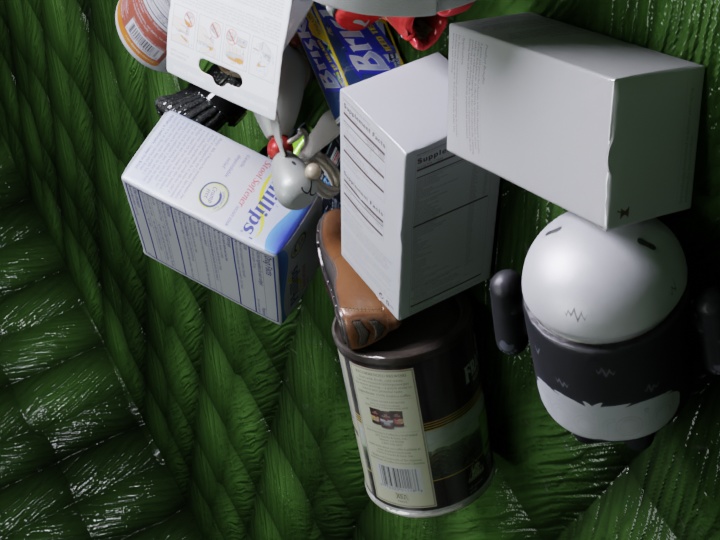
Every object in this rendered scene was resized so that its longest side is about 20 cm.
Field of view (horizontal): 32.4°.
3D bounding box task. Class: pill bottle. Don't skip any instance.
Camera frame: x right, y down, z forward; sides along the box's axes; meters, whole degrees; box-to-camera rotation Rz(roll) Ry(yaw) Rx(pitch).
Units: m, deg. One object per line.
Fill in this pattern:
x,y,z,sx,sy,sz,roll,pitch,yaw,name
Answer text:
-0.178,-0.306,1.338,0.199,0.112,0.113,-31,83,50,pill bottle

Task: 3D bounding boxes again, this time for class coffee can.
0.058,0.133,1.293,0.146,0.145,0.202,35,143,53,coffee can

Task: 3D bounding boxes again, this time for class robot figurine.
0.186,0.043,0.922,0.125,0.149,0.201,-119,9,-48,robot figurine

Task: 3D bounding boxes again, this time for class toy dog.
-0.065,-0.170,1.248,0.096,0.131,0.201,-34,81,34,toy dog

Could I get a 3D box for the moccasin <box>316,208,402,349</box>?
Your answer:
0.000,-0.001,1.262,0.202,0.077,0.074,-111,6,-60,moccasin

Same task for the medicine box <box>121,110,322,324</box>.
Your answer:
-0.150,-0.056,1.393,0.198,0.104,0.183,26,156,10,medicine box

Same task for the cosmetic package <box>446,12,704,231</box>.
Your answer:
0.148,-0.115,0.902,0.200,0.084,0.109,36,132,52,cosmetic package

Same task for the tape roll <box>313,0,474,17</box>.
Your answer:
0.023,-0.295,0.880,0.203,0.201,0.140,50,153,35,tape roll

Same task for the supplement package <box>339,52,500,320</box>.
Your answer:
0.054,-0.077,1.142,0.110,0.113,0.201,48,150,37,supplement package

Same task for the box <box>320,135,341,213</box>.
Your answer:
0.003,-0.047,1.380,0.160,0.046,0.200,62,158,14,box

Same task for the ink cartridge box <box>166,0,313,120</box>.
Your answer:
-0.111,-0.266,1.189,0.159,0.047,0.202,27,120,32,ink cartridge box

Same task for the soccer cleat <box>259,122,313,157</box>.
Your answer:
-0.078,-0.134,1.471,0.067,0.082,0.200,30,-175,-14,soccer cleat

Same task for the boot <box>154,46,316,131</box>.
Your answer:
-0.140,-0.206,1.399,0.080,0.157,0.211,58,162,-10,boot

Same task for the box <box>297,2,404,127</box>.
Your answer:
-0.024,-0.249,1.211,0.202,0.069,0.064,67,159,2,box

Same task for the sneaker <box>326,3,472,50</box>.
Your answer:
0.034,-0.231,1.091,0.086,0.077,0.200,64,158,-9,sneaker
